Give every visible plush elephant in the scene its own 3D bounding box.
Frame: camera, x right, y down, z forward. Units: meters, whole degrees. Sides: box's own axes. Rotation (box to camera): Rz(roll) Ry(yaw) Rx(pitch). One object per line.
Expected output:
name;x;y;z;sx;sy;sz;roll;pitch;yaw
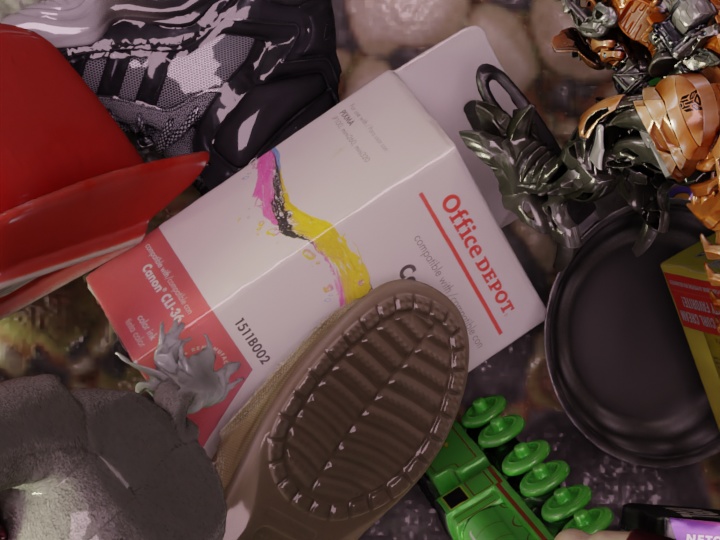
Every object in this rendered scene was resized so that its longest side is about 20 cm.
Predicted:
plush elephant;-0.136;0.110;1.051;0.155;0.200;0.165;-35;102;31

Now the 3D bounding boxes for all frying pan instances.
frying pan;0.098;0.008;1.175;0.189;0.031;0.115;30;82;-17

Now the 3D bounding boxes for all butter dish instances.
butter dish;-0.193;-0.042;1.110;0.199;0.200;0.149;-27;88;24

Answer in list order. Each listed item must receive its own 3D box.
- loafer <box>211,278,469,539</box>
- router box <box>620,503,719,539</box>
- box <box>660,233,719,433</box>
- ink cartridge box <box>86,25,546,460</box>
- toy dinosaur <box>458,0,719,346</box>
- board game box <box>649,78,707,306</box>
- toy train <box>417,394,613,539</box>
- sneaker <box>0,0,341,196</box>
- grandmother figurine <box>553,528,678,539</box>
loafer;-0.031;0.087;1.133;0.076;0.068;0.200;38;85;-24
router box;0.132;0.173;1.128;0.051;0.200;0.150;4;87;1
box;0.194;0.080;1.166;0.050;0.075;0.201;-26;107;-20
ink cartridge box;0.000;0.000;1.173;0.199;0.068;0.117;-35;133;-2
toy dinosaur;0.118;-0.061;1.089;0.102;0.136;0.201;17;64;-28
board game box;0.170;-0.066;1.229;0.095;0.030;0.202;0;90;-1
toy train;0.063;0.100;1.136;0.056;0.200;0.042;-30;107;-3
sneaker;-0.095;-0.068;1.199;0.199;0.075;0.115;-19;88;-1
grandmother figurine;0.108;0.149;1.004;0.199;0.061;0.122;-22;92;6
